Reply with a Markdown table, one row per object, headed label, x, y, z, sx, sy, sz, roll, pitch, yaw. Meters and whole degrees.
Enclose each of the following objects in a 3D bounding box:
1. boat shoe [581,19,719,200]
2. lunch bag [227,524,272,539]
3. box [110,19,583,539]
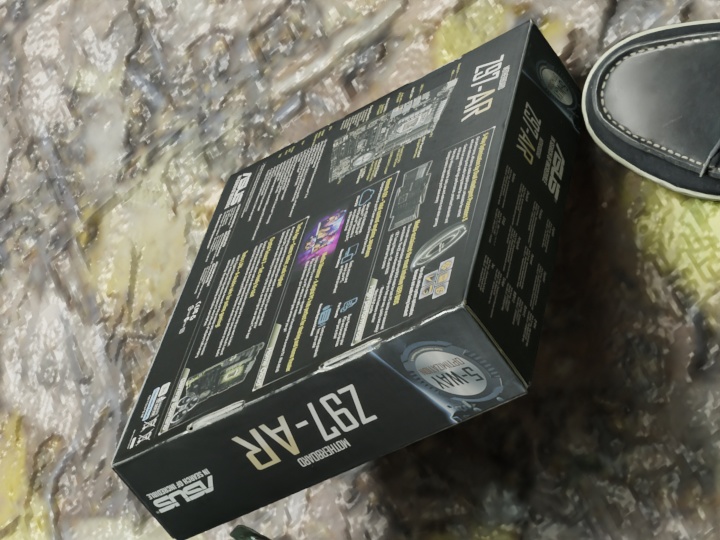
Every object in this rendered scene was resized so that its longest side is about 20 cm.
| label | x | y | z | sx | sy | sz | roll | pitch | yaw |
| --- | --- | --- | --- | --- | --- | --- | --- | --- | --- |
| boat shoe | 0.161 | -0.059 | 0.897 | 0.200 | 0.062 | 0.075 | 16 | 85 | 41 |
| lunch bag | -0.032 | 0.194 | 0.886 | 0.077 | 0.160 | 0.200 | -27 | 65 | 33 |
| box | 0.000 | 0.000 | 0.940 | 0.160 | 0.044 | 0.200 | -26 | 26 | 26 |
